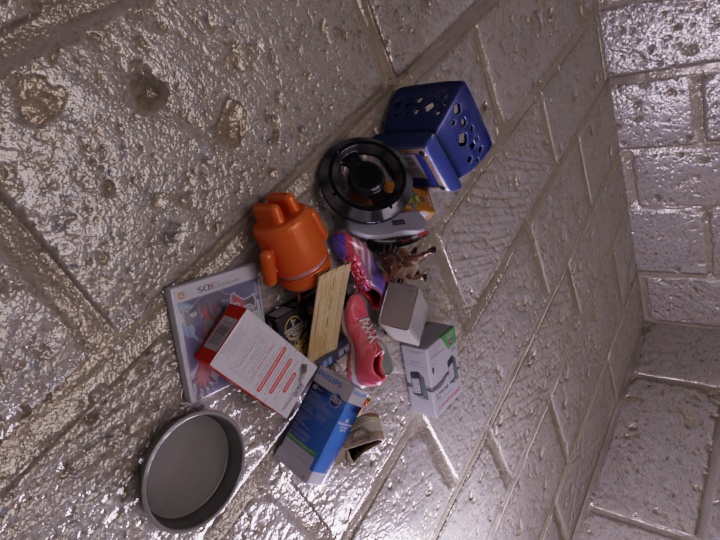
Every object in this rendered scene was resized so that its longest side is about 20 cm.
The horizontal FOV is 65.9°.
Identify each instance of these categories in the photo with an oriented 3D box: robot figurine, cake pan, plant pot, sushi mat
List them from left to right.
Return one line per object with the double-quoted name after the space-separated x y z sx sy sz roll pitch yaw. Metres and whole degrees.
-0.283 0.333 0.937 0.199 0.036 0.203 -7 99 -49 "cake pan"
-0.126 -0.044 1.031 0.144 0.115 0.201 -88 158 -59 "robot figurine"
-0.063 0.082 1.074 0.095 0.012 0.202 -21 129 -48 "sushi mat"
0.161 -0.299 1.295 0.181 0.199 0.200 -58 134 -20 "plant pot"

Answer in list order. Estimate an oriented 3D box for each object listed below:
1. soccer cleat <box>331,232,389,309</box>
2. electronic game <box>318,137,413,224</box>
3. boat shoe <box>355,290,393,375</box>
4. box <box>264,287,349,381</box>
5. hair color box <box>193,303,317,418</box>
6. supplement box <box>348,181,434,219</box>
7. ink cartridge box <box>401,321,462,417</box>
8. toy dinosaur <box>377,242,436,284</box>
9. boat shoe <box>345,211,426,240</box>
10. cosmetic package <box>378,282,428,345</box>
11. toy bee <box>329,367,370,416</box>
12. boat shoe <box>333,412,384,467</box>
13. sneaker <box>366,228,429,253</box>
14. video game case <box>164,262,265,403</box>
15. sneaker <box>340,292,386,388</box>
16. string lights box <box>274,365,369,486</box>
0.000 0.000 1.209 0.200 0.066 0.077 51 42 -35 "soccer cleat"
0.012 -0.188 1.153 0.042 0.198 0.201 112 3 -67 "electronic game"
0.012 0.146 1.251 0.075 0.060 0.202 -4 77 -53 "boat shoe"
-0.097 0.125 1.133 0.199 0.049 0.163 -30 120 -44 "box"
-0.178 0.161 0.976 0.200 0.064 0.111 47 65 -35 "hair color box"
0.073 -0.154 1.251 0.199 0.069 0.067 6 60 -39 "supplement box"
0.192 0.259 1.464 0.145 0.083 0.202 -30 116 -44 "ink cartridge box"
0.083 -0.021 1.262 0.134 0.200 0.087 3 94 -19 "toy dinosaur"
0.053 -0.091 1.216 0.198 0.057 0.069 -3 64 -29 "boat shoe"
0.105 0.104 1.299 0.200 0.072 0.105 53 51 -67 "cosmetic package"
-0.030 0.301 1.185 0.131 0.108 0.201 -54 131 -29 "toy bee"
-0.032 0.368 1.136 0.072 0.200 0.065 29 29 -43 "boat shoe"
0.077 -0.104 1.321 0.199 0.070 0.094 -15 80 -41 "sneaker"
-0.242 0.104 0.976 0.181 0.023 0.202 -21 109 -47 "video game case"
0.015 0.145 1.156 0.073 0.086 0.203 -10 93 -51 "sneaker"
-0.077 0.304 1.096 0.059 0.102 0.201 34 82 -50 "string lights box"
